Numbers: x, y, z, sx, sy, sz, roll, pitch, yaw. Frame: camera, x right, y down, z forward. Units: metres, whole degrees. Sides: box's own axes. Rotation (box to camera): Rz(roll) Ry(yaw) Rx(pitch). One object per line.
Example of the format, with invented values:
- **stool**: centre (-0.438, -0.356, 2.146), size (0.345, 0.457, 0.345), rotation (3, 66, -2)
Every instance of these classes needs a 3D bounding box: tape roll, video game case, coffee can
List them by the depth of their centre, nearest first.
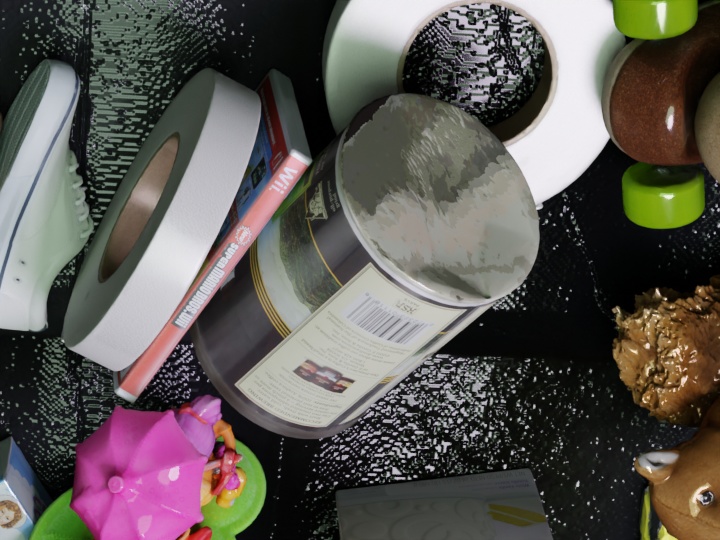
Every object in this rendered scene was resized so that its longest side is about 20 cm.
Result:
- **tape roll**: centre (-0.127, -0.032, 1.568), size (0.037, 0.203, 0.203), rotation (27, 109, -15)
- **coffee can**: centre (0.000, 0.000, 1.577), size (0.146, 0.147, 0.200), rotation (30, 139, -16)
- **video game case**: centre (-0.101, -0.025, 1.604), size (0.017, 0.143, 0.200), rotation (31, 108, -20)
- **tape roll**: centre (0.075, -0.131, 1.622), size (0.202, 0.037, 0.204), rotation (-2, 114, -4)

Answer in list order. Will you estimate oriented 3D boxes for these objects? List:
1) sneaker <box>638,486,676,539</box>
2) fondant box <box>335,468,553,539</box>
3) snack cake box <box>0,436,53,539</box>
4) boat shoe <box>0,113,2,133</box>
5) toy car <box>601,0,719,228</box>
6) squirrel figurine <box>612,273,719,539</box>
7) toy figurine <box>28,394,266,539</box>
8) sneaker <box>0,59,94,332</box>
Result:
- **sneaker**: centre (0.245, 0.245, 1.788), size (0.084, 0.075, 0.201), rotation (-2, 114, -4)
- **fondant box**: centre (0.063, 0.211, 1.689), size (0.144, 0.200, 0.059), rotation (-7, 114, -3)
- **snack cake box**: centre (-0.247, 0.232, 1.745), size (0.115, 0.067, 0.200), rotation (-26, 113, 8)
- **boat shoe**: centre (-0.329, -0.104, 1.601), size (0.199, 0.072, 0.072), rotation (15, 81, 0)
- **toy car**: centre (0.264, -0.098, 1.554), size (0.157, 0.200, 0.165), rotation (-21, 121, -26)
- **squirrel figurine**: centre (0.254, 0.093, 1.650), size (0.187, 0.200, 0.142), rotation (-41, 143, -5)
- **toy figurine**: centre (-0.126, 0.144, 1.617), size (0.150, 0.200, 0.184), rotation (36, 150, 12)
- **sneaker**: centre (-0.210, -0.047, 1.632), size (0.071, 0.073, 0.201), rotation (12, 121, -19)
